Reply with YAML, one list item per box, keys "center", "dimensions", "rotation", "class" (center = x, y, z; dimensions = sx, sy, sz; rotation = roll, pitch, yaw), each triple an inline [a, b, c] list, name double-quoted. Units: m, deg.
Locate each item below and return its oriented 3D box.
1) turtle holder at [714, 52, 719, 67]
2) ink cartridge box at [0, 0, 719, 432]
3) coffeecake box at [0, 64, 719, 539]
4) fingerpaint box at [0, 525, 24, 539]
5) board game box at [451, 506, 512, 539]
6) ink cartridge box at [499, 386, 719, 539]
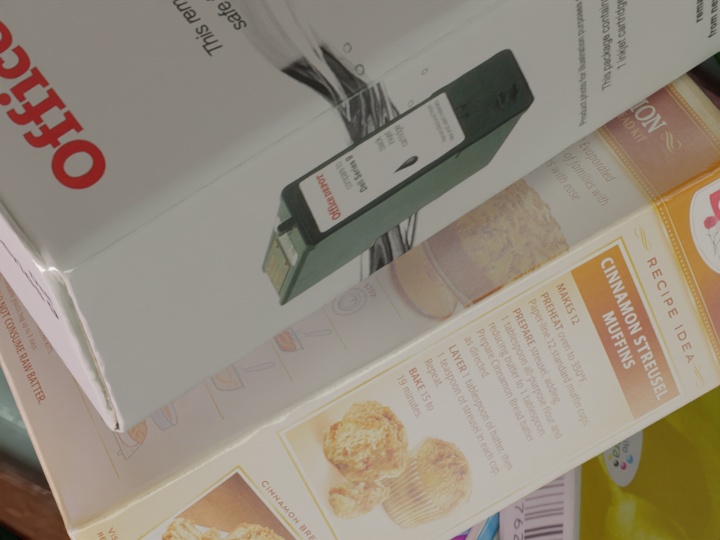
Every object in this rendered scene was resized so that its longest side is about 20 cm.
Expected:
- center: [0.132, -0.125, 0.746]
  dimensions: [0.131, 0.141, 0.186]
  rotation: [-32, 106, -13]
  class: "turtle holder"
- center: [-0.024, -0.078, 0.693]
  dimensions: [0.199, 0.146, 0.084]
  rotation: [-32, 150, -12]
  class: "ink cartridge box"
- center: [0.000, 0.000, 0.757]
  dimensions: [0.199, 0.154, 0.073]
  rotation: [-29, 129, -2]
  class: "coffeecake box"
- center: [-0.130, 0.202, 0.901]
  dimensions: [0.166, 0.073, 0.200]
  rotation: [36, 106, -22]
  class: "fingerpaint box"
- center: [0.076, 0.110, 0.819]
  dimensions: [0.134, 0.201, 0.034]
  rotation: [44, 148, -19]
  class: "board game box"
- center: [0.127, 0.134, 0.801]
  dimensions: [0.199, 0.047, 0.199]
  rotation: [11, 71, -30]
  class: "ink cartridge box"
